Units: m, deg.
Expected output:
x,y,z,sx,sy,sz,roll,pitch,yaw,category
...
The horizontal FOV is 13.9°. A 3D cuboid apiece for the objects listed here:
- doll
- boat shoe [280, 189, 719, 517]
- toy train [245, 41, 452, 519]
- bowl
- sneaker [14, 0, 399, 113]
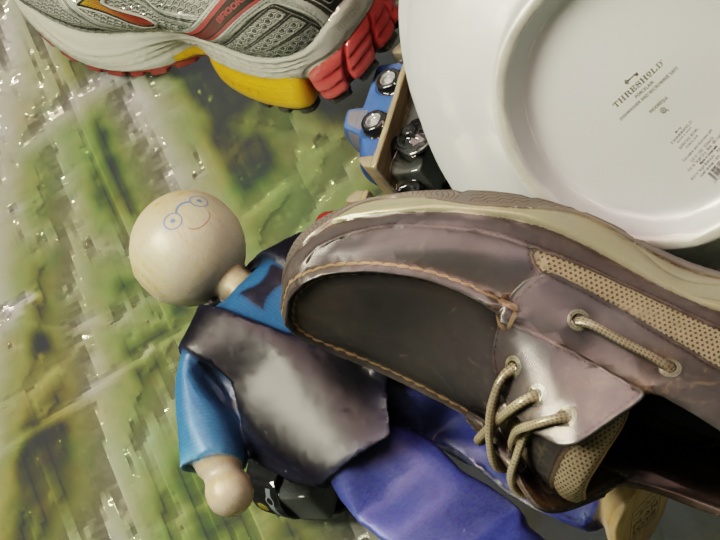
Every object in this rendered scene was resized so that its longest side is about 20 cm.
x,y,z,sx,sy,sz,roll,pitch,yaw,category
0.005,0.036,0.967,0.200,0.048,0.136,34,64,21,doll
0.069,0.031,0.895,0.200,0.075,0.073,12,53,8,boat shoe
0.000,0.000,1.042,0.046,0.034,0.200,-4,53,35,toy train
0.097,-0.065,0.926,0.201,0.201,0.090,-7,18,20,bowl
-0.072,-0.123,1.127,0.200,0.082,0.078,13,60,44,sneaker
